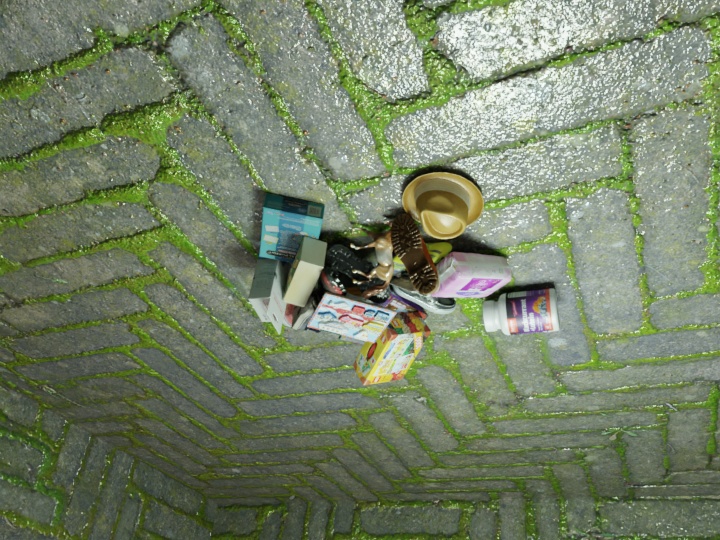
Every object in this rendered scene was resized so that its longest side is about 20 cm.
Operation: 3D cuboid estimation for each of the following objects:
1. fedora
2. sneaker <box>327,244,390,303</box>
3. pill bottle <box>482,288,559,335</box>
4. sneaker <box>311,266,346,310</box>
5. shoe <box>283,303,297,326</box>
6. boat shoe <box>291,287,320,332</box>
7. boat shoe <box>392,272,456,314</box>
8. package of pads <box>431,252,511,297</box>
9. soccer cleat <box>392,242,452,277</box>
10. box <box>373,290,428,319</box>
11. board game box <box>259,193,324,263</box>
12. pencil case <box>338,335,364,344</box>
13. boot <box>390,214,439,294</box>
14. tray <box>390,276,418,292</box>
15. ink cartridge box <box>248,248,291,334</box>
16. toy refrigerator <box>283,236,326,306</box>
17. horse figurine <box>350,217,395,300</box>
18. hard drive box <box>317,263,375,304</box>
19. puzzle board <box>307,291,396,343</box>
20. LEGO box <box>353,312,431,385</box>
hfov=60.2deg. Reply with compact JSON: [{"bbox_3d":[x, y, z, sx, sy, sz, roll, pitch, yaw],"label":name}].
[{"bbox_3d":[0.186,-0.133,1.417,0.193,0.084,0.203,5,144,4],"label":"fedora"},{"bbox_3d":[0.000,0.000,1.616,0.199,0.088,0.076,43,95,-8],"label":"sneaker"},{"bbox_3d":[0.436,0.115,1.688,0.194,0.114,0.112,-8,143,20],"label":"pill bottle"},{"bbox_3d":[-0.083,0.062,1.585,0.095,0.072,0.202,-22,152,-5],"label":"sneaker"},{"bbox_3d":[-0.196,0.099,1.822,0.088,0.073,0.203,0,141,16],"label":"shoe"},{"bbox_3d":[-0.124,0.113,1.737,0.090,0.077,0.200,13,151,-19],"label":"boat shoe"},{"bbox_3d":[0.182,0.062,1.704,0.195,0.070,0.057,20,143,-13],"label":"boat shoe"},{"bbox_3d":[0.272,0.013,1.560,0.195,0.078,0.120,3,152,-35],"label":"package of pads"},{"bbox_3d":[0.135,-0.042,1.574,0.195,0.065,0.086,-18,98,16],"label":"soccer cleat"},{"bbox_3d":[0.092,0.139,1.755,0.137,0.039,0.198,-46,142,14],"label":"box"},{"bbox_3d":[-0.176,-0.098,1.568,0.146,0.048,0.202,11,145,-6],"label":"board game box"},{"bbox_3d":[0.030,0.194,1.894,0.194,0.086,0.091,16,-177,-9],"label":"pencil case"},{"bbox_3d":[0.134,-0.034,1.488,0.073,0.205,0.107,-25,167,16],"label":"boot"},{"bbox_3d":[0.176,0.034,1.612,0.195,0.023,0.106,1,-170,-36],"label":"tray"},{"bbox_3d":[-0.242,0.055,1.658,0.065,0.205,0.117,-2,144,13],"label":"ink cartridge box"},{"bbox_3d":[-0.148,0.006,1.600,0.068,0.078,0.201,15,144,-12],"label":"toy refrigerator"},{"bbox_3d":[0.040,-0.030,1.542,0.128,0.208,0.050,-1,-172,5],"label":"horse figurine"},{"bbox_3d":[-0.023,0.073,1.750,0.150,0.079,0.202,-1,144,14],"label":"hard drive box"},{"bbox_3d":[-0.024,0.127,1.595,0.194,0.018,0.152,16,137,-16],"label":"puzzle board"},{"bbox_3d":[0.087,0.218,1.738,0.145,0.078,0.203,-2,133,-36],"label":"LEGO box"}]
